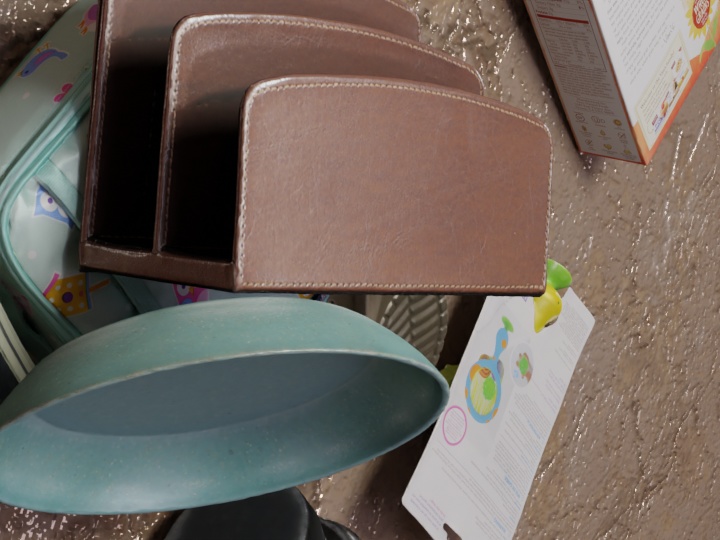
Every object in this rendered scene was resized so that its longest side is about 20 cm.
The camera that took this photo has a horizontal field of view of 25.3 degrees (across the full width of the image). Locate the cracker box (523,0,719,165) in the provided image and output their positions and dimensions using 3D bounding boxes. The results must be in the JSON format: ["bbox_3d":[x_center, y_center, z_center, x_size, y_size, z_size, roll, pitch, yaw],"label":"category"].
[{"bbox_3d":[0.165,-0.186,1.020,0.135,0.057,0.201,-56,141,-25],"label":"cracker box"}]

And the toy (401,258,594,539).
[{"bbox_3d":[0.077,0.081,0.996,0.115,0.047,0.201,49,59,-40],"label":"toy"}]

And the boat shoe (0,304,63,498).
[{"bbox_3d":[-0.186,0.029,0.654,0.063,0.074,0.201,-57,141,-32],"label":"boat shoe"}]

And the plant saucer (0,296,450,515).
[{"bbox_3d":[-0.063,0.054,0.660,0.199,0.199,0.036,16,55,-50],"label":"plant saucer"}]

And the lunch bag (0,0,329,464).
[{"bbox_3d":[-0.097,-0.011,0.745,0.161,0.076,0.201,-55,135,-26],"label":"lunch bag"}]

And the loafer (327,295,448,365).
[{"bbox_3d":[0.000,0.000,0.873,0.075,0.068,0.202,-35,137,-37],"label":"loafer"}]

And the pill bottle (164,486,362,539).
[{"bbox_3d":[-0.026,0.203,0.853,0.112,0.111,0.201,-52,133,-27],"label":"pill bottle"}]

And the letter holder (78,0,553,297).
[{"bbox_3d":[-0.010,-0.065,0.698,0.199,0.100,0.144,2,94,-48],"label":"letter holder"}]
